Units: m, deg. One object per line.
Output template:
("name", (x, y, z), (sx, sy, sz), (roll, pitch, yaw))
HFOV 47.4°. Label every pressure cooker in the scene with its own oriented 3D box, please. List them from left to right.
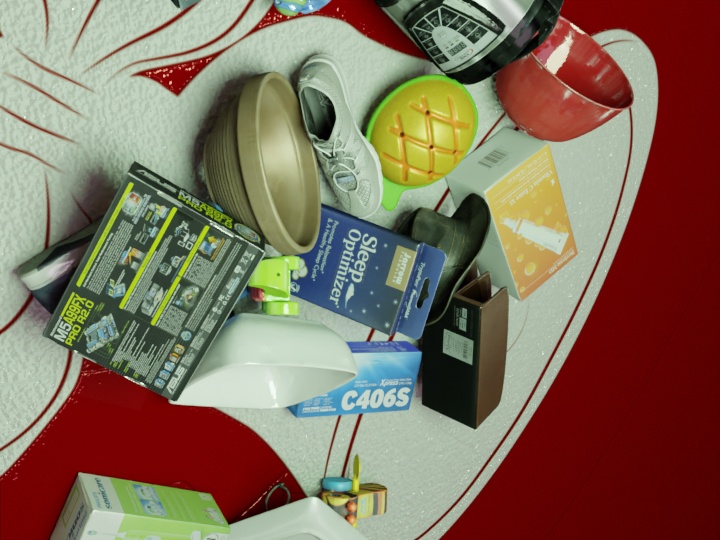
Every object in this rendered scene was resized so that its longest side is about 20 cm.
("pressure cooker", (0.132, -0.323, 0.960), (0.199, 0.177, 0.179), (38, 101, -26))

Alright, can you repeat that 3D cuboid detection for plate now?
("plate", (-0.090, 0.405, 1.169), (0.197, 0.033, 0.200), (-24, 129, 21))

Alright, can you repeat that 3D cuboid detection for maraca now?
("maraca", (0.062, -0.162, 1.050), (0.199, 0.108, 0.137), (-39, 116, 10))

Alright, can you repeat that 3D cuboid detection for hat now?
("hat", (0.084, -0.026, 1.093), (0.080, 0.201, 0.204), (28, 94, -15))

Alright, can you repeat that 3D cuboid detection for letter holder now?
("letter holder", (0.169, 0.100, 1.211), (0.141, 0.099, 0.205), (-30, 128, -43))

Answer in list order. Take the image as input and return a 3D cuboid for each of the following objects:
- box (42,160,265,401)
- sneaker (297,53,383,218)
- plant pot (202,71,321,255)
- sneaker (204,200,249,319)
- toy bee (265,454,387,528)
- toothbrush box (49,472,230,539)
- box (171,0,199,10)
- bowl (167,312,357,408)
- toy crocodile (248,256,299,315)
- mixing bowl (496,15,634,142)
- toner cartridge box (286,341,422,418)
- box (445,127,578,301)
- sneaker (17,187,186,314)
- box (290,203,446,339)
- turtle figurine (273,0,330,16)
("box", (-0.212, 0.016, 0.850), (0.158, 0.044, 0.202), (28, 106, -16))
("sneaker", (-0.035, -0.150, 0.986), (0.204, 0.073, 0.082), (67, 28, -19))
("plant pot", (-0.117, -0.114, 0.931), (0.090, 0.203, 0.204), (-9, 124, 15))
("sneaker", (-0.166, -0.006, 0.956), (0.077, 0.067, 0.202), (-7, 141, -23))
("toy bee", (-0.022, 0.351, 1.199), (0.197, 0.107, 0.134), (-20, 102, -38))
("toothbrush box", (-0.289, 0.359, 1.053), (0.197, 0.086, 0.148), (20, 99, -38))
("box", (-0.159, -0.361, 0.766), (0.156, 0.201, 0.051), (-34, 164, -15))
("bowl", (-0.123, 0.111, 1.011), (0.196, 0.198, 0.077), (9, 65, -38))
("toy crocodile", (-0.106, 0.017, 0.965), (0.060, 0.200, 0.069), (2, 88, -11))
("mixing bowl", (0.257, -0.248, 1.105), (0.196, 0.203, 0.109), (3, 140, -34))
("toner cartridge box", (-0.008, 0.154, 1.175), (0.196, 0.043, 0.097), (2, 107, -34))
("box", (0.222, -0.081, 1.191), (0.123, 0.097, 0.202), (-36, 126, -14))
("sneaker", (-0.255, 0.009, 0.920), (0.200, 0.077, 0.148), (-31, 113, -7))
("box", (0.000, 0.000, 1.036), (0.032, 0.196, 0.124), (-27, 136, -73))
("turtle figurine", (-0.068, -0.375, 0.841), (0.198, 0.142, 0.199), (12, 97, -47))
